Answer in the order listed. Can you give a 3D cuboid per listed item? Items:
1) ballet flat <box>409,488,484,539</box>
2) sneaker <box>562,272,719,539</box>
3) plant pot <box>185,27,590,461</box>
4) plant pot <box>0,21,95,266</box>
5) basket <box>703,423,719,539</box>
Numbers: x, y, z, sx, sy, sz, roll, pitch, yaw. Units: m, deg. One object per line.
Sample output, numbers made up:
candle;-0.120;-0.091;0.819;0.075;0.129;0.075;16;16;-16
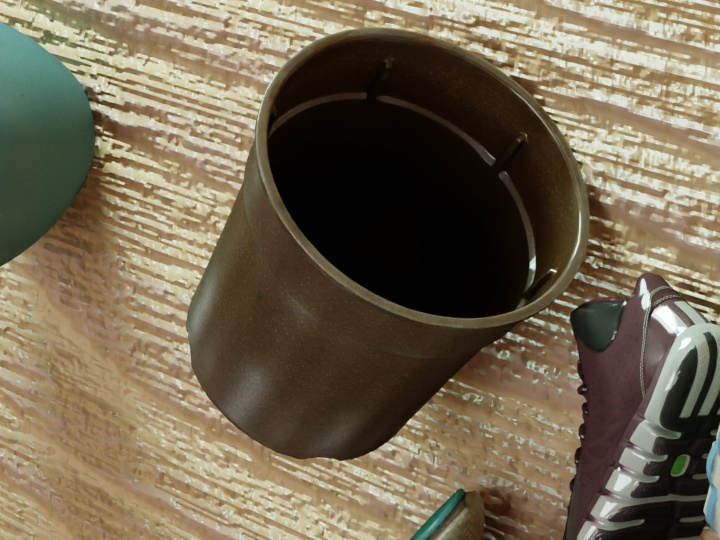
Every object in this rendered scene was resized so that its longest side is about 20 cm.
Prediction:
ballet flat;0.035;0.198;1.761;0.062;0.067;0.200;43;137;0
sneaker;0.145;0.088;1.601;0.116;0.076;0.200;55;132;44
plant pot;0.000;0.000;1.658;0.200;0.200;0.198;61;143;22
plant pot;-0.262;-0.090;1.980;0.200;0.135;0.200;13;107;48
basket;0.269;0.120;1.375;0.200;0.176;0.139;-140;51;-61
